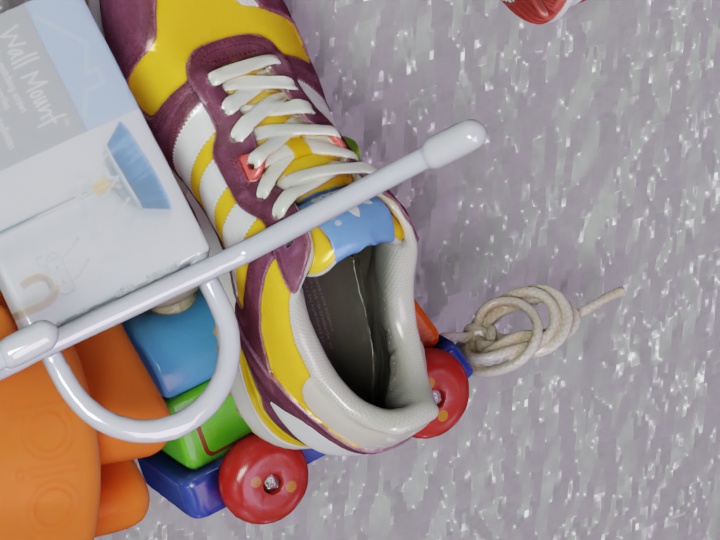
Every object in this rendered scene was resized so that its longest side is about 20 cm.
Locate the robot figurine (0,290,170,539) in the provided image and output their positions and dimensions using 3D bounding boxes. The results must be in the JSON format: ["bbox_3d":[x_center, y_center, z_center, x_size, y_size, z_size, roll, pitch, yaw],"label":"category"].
[{"bbox_3d":[-0.166,0.062,1.005,0.200,0.144,0.117,-10,87,-28],"label":"robot figurine"}]

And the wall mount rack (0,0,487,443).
[{"bbox_3d":[-0.069,-0.054,0.945,0.174,0.075,0.200,-26,88,-15],"label":"wall mount rack"}]

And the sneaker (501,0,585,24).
[{"bbox_3d":[0.115,-0.180,1.053,0.115,0.078,0.200,-21,154,-34],"label":"sneaker"}]

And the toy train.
[{"bbox_3d":[0.000,0.000,1.107,0.200,0.085,0.116,-27,115,-19],"label":"toy train"}]

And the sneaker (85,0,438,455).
[{"bbox_3d":[-0.024,-0.034,1.008,0.075,0.090,0.200,-28,101,-27],"label":"sneaker"}]
